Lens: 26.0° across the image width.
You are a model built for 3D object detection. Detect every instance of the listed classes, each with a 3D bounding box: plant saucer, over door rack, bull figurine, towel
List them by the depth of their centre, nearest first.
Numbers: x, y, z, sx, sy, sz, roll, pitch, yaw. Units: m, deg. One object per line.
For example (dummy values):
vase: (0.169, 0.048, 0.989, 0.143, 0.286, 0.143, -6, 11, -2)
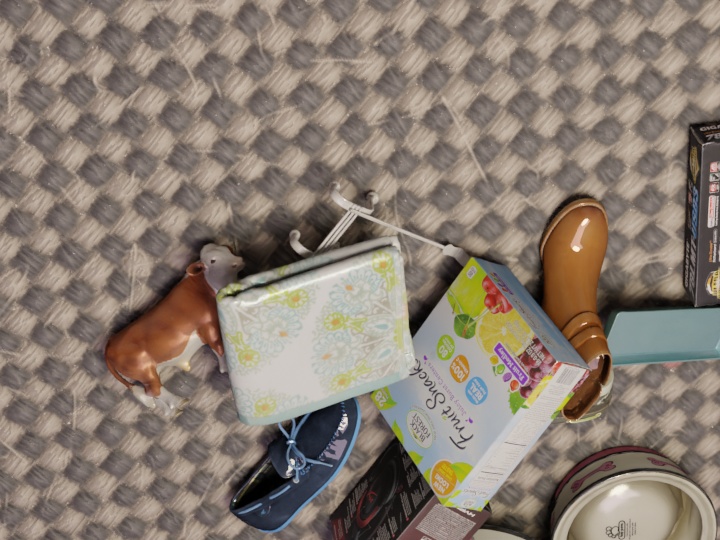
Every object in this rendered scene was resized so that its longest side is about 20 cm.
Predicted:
towel: (-0.042, 0.061, 1.574, 0.198, 0.048, 0.173, -18, 128, -14)
bull figurine: (-0.176, 0.064, 1.616, 0.199, 0.065, 0.122, -36, 83, 21)
over door rack: (0.000, 0.000, 1.624, 0.199, 0.067, 0.148, 26, 113, -36)
plant saucer: (0.334, 0.067, 1.689, 0.198, 0.019, 0.071, -1, 122, -34)

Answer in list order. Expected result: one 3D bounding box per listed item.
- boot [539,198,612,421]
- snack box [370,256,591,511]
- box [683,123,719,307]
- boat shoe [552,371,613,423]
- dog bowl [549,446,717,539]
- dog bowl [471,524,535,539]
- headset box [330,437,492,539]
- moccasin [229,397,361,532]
boot: (0.230, 0.042, 1.621, 0.073, 0.155, 0.202, 5, 118, -11)
snack box: (0.120, 0.118, 1.616, 0.067, 0.169, 0.201, 14, 119, -43)
box: (0.445, -0.067, 1.654, 0.196, 0.050, 0.202, -8, 120, -3)
boat shoe: (0.178, 0.139, 1.715, 0.199, 0.073, 0.061, -4, 134, 3)
dog bowl: (0.310, 0.293, 1.820, 0.198, 0.074, 0.202, -4, 120, -6)
dog bowl: (0.150, 0.389, 1.799, 0.198, 0.074, 0.202, 10, 130, 13)
headset box: (0.046, 0.279, 1.730, 0.075, 0.149, 0.201, 30, 110, -22)
moccasin: (-0.073, 0.214, 1.713, 0.068, 0.081, 0.201, 22, 113, -32)
